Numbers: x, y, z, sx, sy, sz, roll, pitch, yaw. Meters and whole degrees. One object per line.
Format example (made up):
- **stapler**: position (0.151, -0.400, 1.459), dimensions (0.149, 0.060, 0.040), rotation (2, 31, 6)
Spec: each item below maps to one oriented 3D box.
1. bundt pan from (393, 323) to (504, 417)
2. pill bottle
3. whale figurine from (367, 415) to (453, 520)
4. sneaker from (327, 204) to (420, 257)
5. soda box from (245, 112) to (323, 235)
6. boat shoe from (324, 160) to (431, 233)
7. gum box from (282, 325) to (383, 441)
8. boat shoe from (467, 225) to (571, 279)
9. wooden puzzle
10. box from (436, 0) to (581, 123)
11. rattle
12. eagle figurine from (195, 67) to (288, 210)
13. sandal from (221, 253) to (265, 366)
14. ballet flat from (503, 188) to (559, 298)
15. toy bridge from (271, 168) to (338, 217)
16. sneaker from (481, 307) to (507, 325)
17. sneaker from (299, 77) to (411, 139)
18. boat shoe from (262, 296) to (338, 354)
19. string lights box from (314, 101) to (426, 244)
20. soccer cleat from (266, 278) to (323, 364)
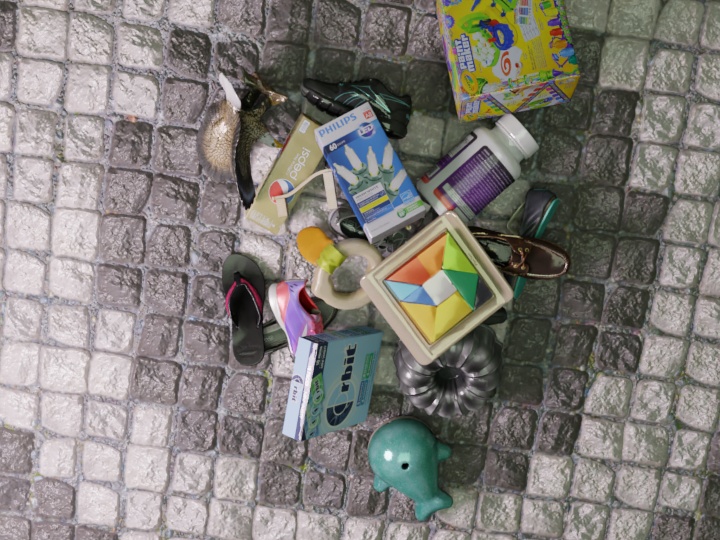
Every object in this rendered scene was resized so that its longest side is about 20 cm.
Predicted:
- **bundt pan**: position (0.156, 0.177, 1.744), dimensions (0.200, 0.076, 0.203), rotation (1, 122, 1)
- **pill bottle**: position (0.200, -0.171, 1.693), dimensions (0.200, 0.111, 0.112), rotation (-41, 99, 7)
- **whale figurine**: position (0.095, 0.363, 1.797), dimensions (0.158, 0.104, 0.201), rotation (-26, 100, 4)
- **sneaker**: position (0.035, -0.051, 1.729), dimensions (0.198, 0.082, 0.075), rotation (18, 100, -4)
- **soda box**: position (-0.122, -0.166, 1.710), dimensions (0.064, 0.068, 0.201), rotation (30, 99, -14)
- **boat shoe**: position (0.020, -0.133, 1.710), dimensions (0.200, 0.072, 0.061), rotation (28, 99, 4)
- **gum box**: position (-0.045, 0.190, 1.722), dimensions (0.044, 0.199, 0.171), rotation (17, 103, 31)
- **boat shoe**: position (0.254, -0.025, 1.683), dimensions (0.198, 0.070, 0.071), rotation (12, 101, 10)
- **wooden puzzle**: position (0.127, 0.030, 1.649), dimensions (0.199, 0.037, 0.186), rotation (-37, 98, 2)
- **box**: position (0.234, -0.368, 1.619), dimensions (0.191, 0.122, 0.202), rotation (-10, 80, 1)
- **rattle**: position (0.000, 0.000, 1.723), dimensions (0.198, 0.143, 0.131), rotation (5, 95, -26)
- **eagle figurine**: position (-0.198, -0.221, 1.657), dimensions (0.150, 0.152, 0.201), rotation (33, 99, 1)
- **sandal**: position (-0.201, 0.064, 1.737), dimensions (0.074, 0.045, 0.202), rotation (-10, 76, 4)
- **ballet flat**: position (0.281, -0.052, 1.745), dimensions (0.072, 0.073, 0.201), rotation (19, 106, -4)
- **toy bridge**: position (-0.050, -0.135, 1.665), dimensions (0.198, 0.027, 0.068), rotation (-8, 96, 3)
- **sneaker**: position (0.159, 0.086, 1.770), dimensions (0.198, 0.076, 0.092), rotation (2, 111, 6)
- **sneaker**: position (-0.006, -0.291, 1.698), dimensions (0.199, 0.075, 0.080), rotation (21, 86, -11)
- **boat shoe**: position (-0.128, 0.106, 1.770), dimensions (0.199, 0.057, 0.067), rotation (-25, 100, 4)
- **string lights box**: position (0.015, -0.157, 1.618), dimensions (0.102, 0.059, 0.201), rotation (-28, 82, -4)
- **soccer cleat**: position (-0.091, 0.106, 1.712), dimensions (0.073, 0.068, 0.201), rotation (-16, 110, 19)
